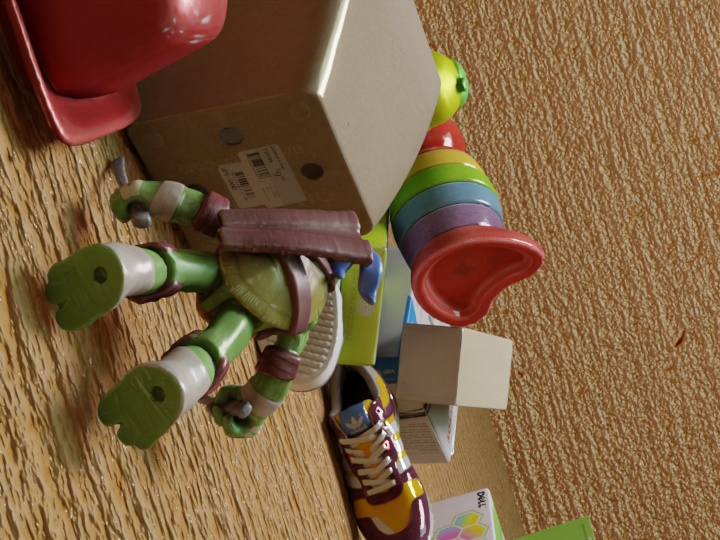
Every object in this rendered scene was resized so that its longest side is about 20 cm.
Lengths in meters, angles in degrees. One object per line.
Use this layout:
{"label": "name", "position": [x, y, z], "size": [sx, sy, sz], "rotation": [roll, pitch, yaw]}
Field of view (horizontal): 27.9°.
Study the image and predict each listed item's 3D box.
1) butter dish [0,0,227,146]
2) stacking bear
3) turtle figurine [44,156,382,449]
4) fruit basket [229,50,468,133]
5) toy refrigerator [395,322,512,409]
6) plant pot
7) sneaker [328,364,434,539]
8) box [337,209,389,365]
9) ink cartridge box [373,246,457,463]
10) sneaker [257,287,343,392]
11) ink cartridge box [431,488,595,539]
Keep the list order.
{"label": "butter dish", "position": [-0.126, -0.189, 0.810], "size": [0.200, 0.146, 0.201], "rotation": [-66, 138, -78]}
{"label": "stacking bear", "position": [0.078, -0.069, 1.378], "size": [0.113, 0.121, 0.201], "rotation": [21, 39, -38]}
{"label": "turtle figurine", "position": [-0.102, 0.027, 0.798], "size": [0.194, 0.198, 0.146], "rotation": [-23, 120, -63]}
{"label": "fruit basket", "position": [-0.017, -0.154, 1.248], "size": [0.156, 0.214, 0.216], "rotation": [58, -1, 32]}
{"label": "toy refrigerator", "position": [0.096, 0.099, 1.472], "size": [0.200, 0.069, 0.077], "rotation": [16, 79, -69]}
{"label": "plant pot", "position": [-0.065, -0.123, 1.016], "size": [0.201, 0.198, 0.178], "rotation": [66, 23, -44]}
{"label": "sneaker", "position": [0.009, 0.169, 1.329], "size": [0.090, 0.074, 0.201], "rotation": [56, 11, -50]}
{"label": "box", "position": [0.000, 0.000, 1.372], "size": [0.200, 0.047, 0.123], "rotation": [-85, 180, -65]}
{"label": "ink cartridge box", "position": [0.043, 0.094, 1.548], "size": [0.201, 0.083, 0.147], "rotation": [67, 25, -46]}
{"label": "sneaker", "position": [-0.044, 0.036, 1.218], "size": [0.115, 0.072, 0.202], "rotation": [69, 8, -48]}
{"label": "ink cartridge box", "position": [0.151, 0.299, 1.559], "size": [0.148, 0.198, 0.076], "rotation": [-87, 159, -69]}
